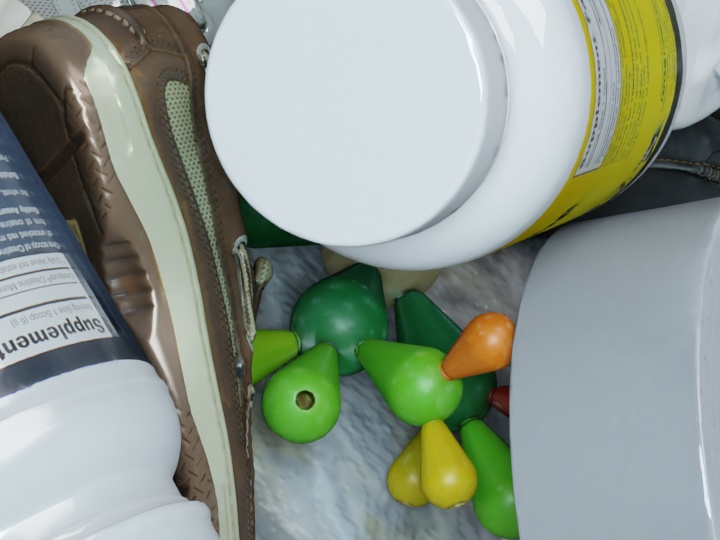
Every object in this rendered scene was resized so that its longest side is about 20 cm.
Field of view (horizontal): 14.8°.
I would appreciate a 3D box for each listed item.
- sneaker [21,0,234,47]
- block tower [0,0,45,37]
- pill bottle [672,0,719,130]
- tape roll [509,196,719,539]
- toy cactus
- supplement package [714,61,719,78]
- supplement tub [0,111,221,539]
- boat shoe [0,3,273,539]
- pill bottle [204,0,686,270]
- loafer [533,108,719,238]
[{"bbox_3d":[-0.066,-0.105,0.981,0.081,0.088,0.200,51,41,5],"label":"sneaker"},{"bbox_3d":[-0.171,-0.102,0.885,0.200,0.054,0.058,38,-1,3],"label":"block tower"},{"bbox_3d":[0.061,-0.142,1.053,0.200,0.111,0.111,31,32,31],"label":"pill bottle"},{"bbox_3d":[0.118,0.077,0.939,0.200,0.066,0.201,36,49,-57],"label":"tape roll"},{"bbox_3d":[0.000,0.000,0.965,0.200,0.102,0.165,34,32,-2],"label":"toy cactus"},{"bbox_3d":[0.254,-0.028,0.999,0.156,0.111,0.200,32,14,-49],"label":"supplement package"},{"bbox_3d":[-0.138,0.028,0.778,0.140,0.140,0.200,-18,72,-46],"label":"supplement tub"},{"bbox_3d":[-0.054,0.016,0.851,0.075,0.075,0.203,-25,114,-41],"label":"boat shoe"},{"bbox_3d":[0.027,-0.060,0.864,0.113,0.112,0.200,53,20,7],"label":"pill bottle"},{"bbox_3d":[0.122,-0.032,1.098,0.200,0.073,0.072,-11,71,-43],"label":"loafer"}]
